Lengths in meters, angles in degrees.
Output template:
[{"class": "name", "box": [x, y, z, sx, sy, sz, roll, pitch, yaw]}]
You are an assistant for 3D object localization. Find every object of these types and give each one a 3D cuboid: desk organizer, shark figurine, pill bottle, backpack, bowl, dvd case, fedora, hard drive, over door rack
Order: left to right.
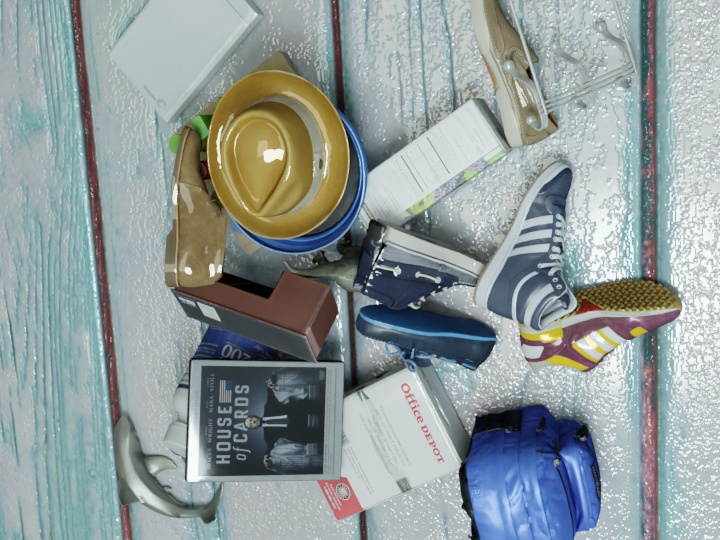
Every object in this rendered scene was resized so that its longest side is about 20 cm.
[{"class": "shark figurine", "box": [-0.310, 0.333, 1.348, 0.213, 0.089, 0.129, 35, 110, 11]}, {"class": "hard drive", "box": [-0.241, -0.321, 1.239, 0.200, 0.027, 0.132, -44, 85, 20]}, {"class": "pill bottle", "box": [-0.181, 0.154, 1.210, 0.109, 0.111, 0.202, 20, 68, 13]}, {"class": "desk organizer", "box": [-0.132, 0.040, 1.157, 0.197, 0.072, 0.078, 17, 63, 20]}, {"class": "dvd case", "box": [-0.119, 0.188, 1.149, 0.196, 0.025, 0.153, 2, 88, -16]}, {"class": "fedora", "box": [-0.109, -0.129, 1.067, 0.197, 0.082, 0.204, 5, 106, 16]}, {"class": "bowl", "box": [-0.083, -0.122, 1.128, 0.197, 0.039, 0.204, 5, 106, 16]}, {"class": "backpack", "box": [0.205, 0.259, 1.107, 0.165, 0.200, 0.165, -17, 94, 20]}, {"class": "over door rack", "box": [0.230, -0.281, 1.030, 0.146, 0.066, 0.203, -25, 113, -17]}]

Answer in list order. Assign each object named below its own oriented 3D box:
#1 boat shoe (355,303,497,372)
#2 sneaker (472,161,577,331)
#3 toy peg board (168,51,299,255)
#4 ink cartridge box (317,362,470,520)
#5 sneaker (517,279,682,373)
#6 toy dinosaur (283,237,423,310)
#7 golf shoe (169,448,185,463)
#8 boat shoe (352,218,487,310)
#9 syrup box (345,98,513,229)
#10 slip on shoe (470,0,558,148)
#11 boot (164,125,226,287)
[{"class": "boat shoe", "box": [0.082, 0.095, 1.139, 0.197, 0.084, 0.070, 14, 112, -20]}, {"class": "sneaker", "box": [0.227, -0.024, 1.086, 0.108, 0.070, 0.202, 29, 89, 33]}, {"class": "toy peg board", "box": [-0.141, -0.149, 1.200, 0.199, 0.098, 0.201, -32, 89, 21]}, {"class": "ink cartridge box", "box": [0.029, 0.221, 1.218, 0.198, 0.083, 0.148, -27, 90, 20]}, {"class": "sneaker", "box": [0.296, 0.074, 1.120, 0.197, 0.075, 0.091, -9, 118, 16]}, {"class": "toy dinosaur", "box": [0.000, 0.000, 1.163, 0.102, 0.198, 0.078, 37, 103, 54]}, {"class": "golf shoe", "box": [-0.172, 0.216, 1.300, 0.198, 0.073, 0.092, -31, 131, 10]}, {"class": "boat shoe", "box": [0.080, 0.009, 1.129, 0.197, 0.075, 0.094, 19, 99, -24]}, {"class": "syrup box", "box": [0.086, -0.126, 1.140, 0.199, 0.079, 0.082, -35, 89, 20]}, {"class": "slip on shoe", "box": [0.183, -0.250, 1.088, 0.060, 0.076, 0.203, -13, 99, 24]}, {"class": "boot", "box": [-0.202, -0.079, 1.143, 0.074, 0.074, 0.204, 1, 85, -2]}]
